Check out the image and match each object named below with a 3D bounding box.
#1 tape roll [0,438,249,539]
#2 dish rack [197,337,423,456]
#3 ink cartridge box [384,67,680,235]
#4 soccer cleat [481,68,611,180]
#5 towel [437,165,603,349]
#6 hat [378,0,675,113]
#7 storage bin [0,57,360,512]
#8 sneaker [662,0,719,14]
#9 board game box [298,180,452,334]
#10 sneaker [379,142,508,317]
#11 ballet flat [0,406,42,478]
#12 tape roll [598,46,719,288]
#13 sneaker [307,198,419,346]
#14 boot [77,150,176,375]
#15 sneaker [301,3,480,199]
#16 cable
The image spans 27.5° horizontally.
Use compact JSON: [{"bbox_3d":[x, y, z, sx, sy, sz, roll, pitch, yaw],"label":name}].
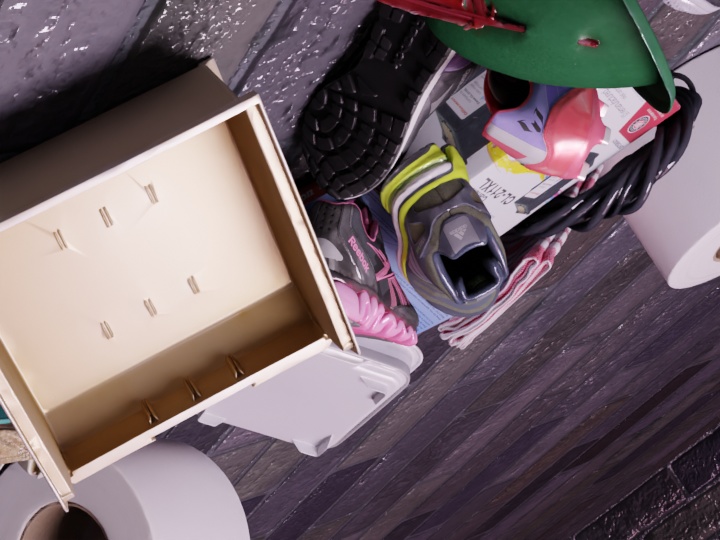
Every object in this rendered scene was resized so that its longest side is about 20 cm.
[{"bbox_3d":[-0.215,0.249,1.275,0.202,0.204,0.139,-38,160,22],"label":"tape roll"},{"bbox_3d":[-0.058,0.098,1.239,0.170,0.044,0.200,20,145,-17],"label":"dish rack"},{"bbox_3d":[0.121,-0.109,1.089,0.199,0.083,0.146,-36,160,15],"label":"ink cartridge box"},{"bbox_3d":[0.111,-0.133,0.929,0.076,0.201,0.067,20,129,-15],"label":"soccer cleat"},{"bbox_3d":[0.146,-0.029,1.286,0.146,0.030,0.200,-47,-173,45],"label":"towel"},{"bbox_3d":[0.052,-0.130,0.830,0.175,0.201,0.166,-32,177,4],"label":"hat"},{"bbox_3d":[-0.127,0.011,0.862,0.199,0.094,0.200,-28,122,-10],"label":"storage bin"},{"bbox_3d":[0.302,-0.246,1.028,0.199,0.076,0.115,-17,160,-25],"label":"sneaker"},{"bbox_3d":[0.009,-0.007,1.137,0.102,0.020,0.200,-28,139,19],"label":"board game box"},{"bbox_3d":[0.066,-0.005,1.017,0.074,0.081,0.200,-30,153,2],"label":"sneaker"},{"bbox_3d":[-0.263,0.126,1.117,0.199,0.070,0.066,3,117,-45],"label":"ballet flat"},{"bbox_3d":[0.330,-0.095,1.347,0.202,0.140,0.203,-26,161,-10],"label":"tape roll"},{"bbox_3d":[0.000,0.000,1.067,0.078,0.096,0.200,6,170,15],"label":"sneaker"},{"bbox_3d":[-0.160,0.004,0.942,0.072,0.091,0.200,-7,150,-49],"label":"boot"},{"bbox_3d":[0.038,-0.120,0.962,0.087,0.076,0.200,-21,159,-43],"label":"sneaker"},{"bbox_3d":[0.186,-0.081,1.190,0.199,0.051,0.164,-26,-152,27],"label":"cable"}]
